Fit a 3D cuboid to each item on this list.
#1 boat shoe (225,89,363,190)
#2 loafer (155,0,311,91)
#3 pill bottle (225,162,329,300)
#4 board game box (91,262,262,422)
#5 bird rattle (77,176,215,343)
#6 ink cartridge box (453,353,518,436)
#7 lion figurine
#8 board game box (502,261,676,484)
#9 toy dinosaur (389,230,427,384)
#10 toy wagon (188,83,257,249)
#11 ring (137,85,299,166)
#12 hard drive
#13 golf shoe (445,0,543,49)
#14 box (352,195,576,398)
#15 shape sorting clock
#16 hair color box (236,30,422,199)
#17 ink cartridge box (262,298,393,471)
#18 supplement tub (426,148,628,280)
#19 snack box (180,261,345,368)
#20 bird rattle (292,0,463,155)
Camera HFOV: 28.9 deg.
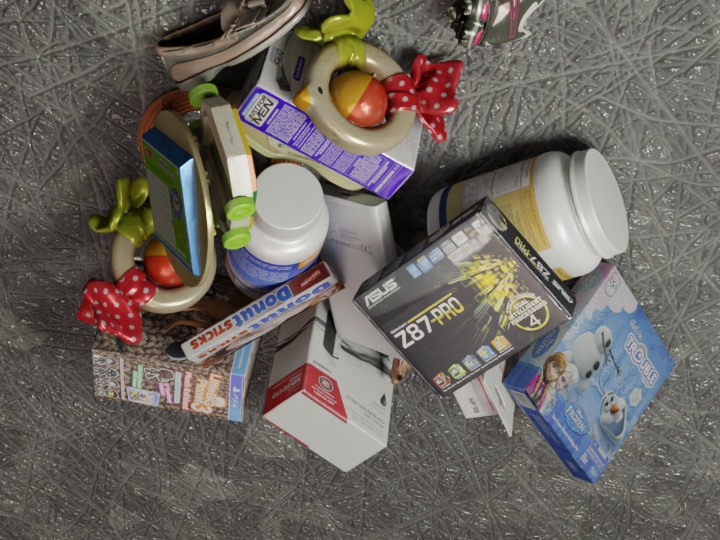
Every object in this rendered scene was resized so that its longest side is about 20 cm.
[{"bbox_3d":[-0.059,-0.158,1.588,0.199,0.074,0.063,22,151,-25],"label":"boat shoe"},{"bbox_3d":[-0.143,-0.259,1.510,0.199,0.072,0.063,-25,119,35],"label":"loafer"},{"bbox_3d":[-0.097,-0.046,1.645,0.111,0.113,0.200,15,157,-5],"label":"pill bottle"},{"bbox_3d":[-0.233,0.091,1.821,0.198,0.160,0.097,9,137,1],"label":"board game box"},{"bbox_3d":[-0.254,-0.010,1.686,0.162,0.201,0.113,3,157,-14],"label":"bird rattle"},{"bbox_3d":[0.147,0.098,1.722,0.067,0.201,0.116,-10,133,21],"label":"ink cartridge box"},{"bbox_3d":[-0.142,0.038,1.753,0.122,0.200,0.073,25,143,37],"label":"lion figurine"},{"bbox_3d":[0.289,0.127,1.737,0.043,0.199,0.200,15,152,49],"label":"board game box"},{"bbox_3d":[0.061,0.038,1.724,0.085,0.136,0.201,-5,134,16],"label":"toy dinosaur"},{"bbox_3d":[-0.152,-0.103,1.535,0.039,0.156,0.200,-13,157,-14],"label":"toy wagon"},{"bbox_3d":[-0.171,-0.139,1.673,0.199,0.019,0.201,6,135,6],"label":"ring"},{"bbox_3d":[0.000,0.000,1.685,0.131,0.026,0.201,18,128,48],"label":"hard drive"},{"bbox_3d":[0.151,-0.312,1.405,0.087,0.078,0.201,-1,142,-17],"label":"golf shoe"},{"bbox_3d":[0.115,0.033,1.560,0.200,0.049,0.161,-34,103,31],"label":"box"},{"bbox_3d":[-0.200,-0.081,1.571,0.039,0.201,0.201,-14,142,-22],"label":"shape sorting clock"},{"bbox_3d":[-0.031,-0.175,1.541,0.199,0.110,0.065,29,136,-17],"label":"hair color box"},{"bbox_3d":[-0.034,0.131,1.796,0.144,0.201,0.084,36,128,-25],"label":"ink cartridge box"},{"bbox_3d":[0.192,-0.051,1.600,0.199,0.145,0.145,-17,130,27],"label":"supplement tub"},{"bbox_3d":[-0.116,0.054,1.675,0.199,0.024,0.072,-30,162,5],"label":"snack box"},{"bbox_3d":[0.008,-0.190,1.493,0.200,0.164,0.112,42,147,-17],"label":"bird rattle"}]
